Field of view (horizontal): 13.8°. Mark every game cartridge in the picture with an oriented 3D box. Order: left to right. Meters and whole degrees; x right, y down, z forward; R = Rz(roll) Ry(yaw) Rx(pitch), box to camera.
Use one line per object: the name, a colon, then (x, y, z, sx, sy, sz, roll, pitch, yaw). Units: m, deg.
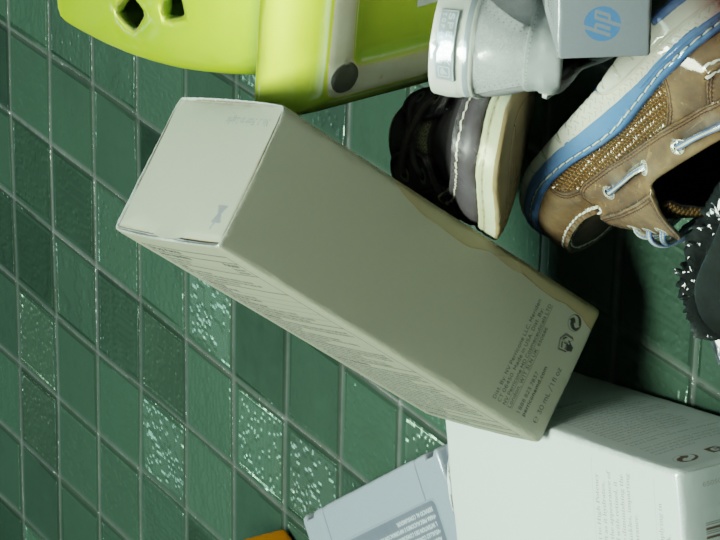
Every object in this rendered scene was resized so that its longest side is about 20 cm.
game cartridge: (0.036, 0.174, 1.611, 0.200, 0.040, 0.134, -33, 69, 60)

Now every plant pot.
plant pot: (-0.010, -0.189, 1.389, 0.181, 0.198, 0.201, 35, 130, 41)

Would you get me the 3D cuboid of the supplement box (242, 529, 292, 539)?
supplement box: (-0.064, 0.273, 1.786, 0.126, 0.073, 0.201, 52, 143, 39)

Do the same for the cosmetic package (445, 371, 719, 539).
cosmetic package: (0.122, 0.114, 1.396, 0.200, 0.074, 0.102, 19, 117, 59)

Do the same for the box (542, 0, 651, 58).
box: (0.088, -0.196, 1.201, 0.200, 0.041, 0.157, -94, 2, -62)

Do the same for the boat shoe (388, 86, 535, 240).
boat shoe: (0.044, -0.056, 1.383, 0.200, 0.064, 0.072, 0, -76, -88)

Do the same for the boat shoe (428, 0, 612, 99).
boat shoe: (0.089, -0.113, 1.289, 0.068, 0.200, 0.072, 12, 102, 17)

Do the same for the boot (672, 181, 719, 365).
boot: (0.212, -0.009, 1.137, 0.162, 0.073, 0.199, 35, 141, 21)

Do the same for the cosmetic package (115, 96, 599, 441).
cosmetic package: (0.000, 0.000, 1.367, 0.103, 0.200, 0.073, 11, 71, 57)

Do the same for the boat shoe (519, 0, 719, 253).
boat shoe: (0.129, -0.049, 1.316, 0.072, 0.072, 0.200, 53, 155, 12)
